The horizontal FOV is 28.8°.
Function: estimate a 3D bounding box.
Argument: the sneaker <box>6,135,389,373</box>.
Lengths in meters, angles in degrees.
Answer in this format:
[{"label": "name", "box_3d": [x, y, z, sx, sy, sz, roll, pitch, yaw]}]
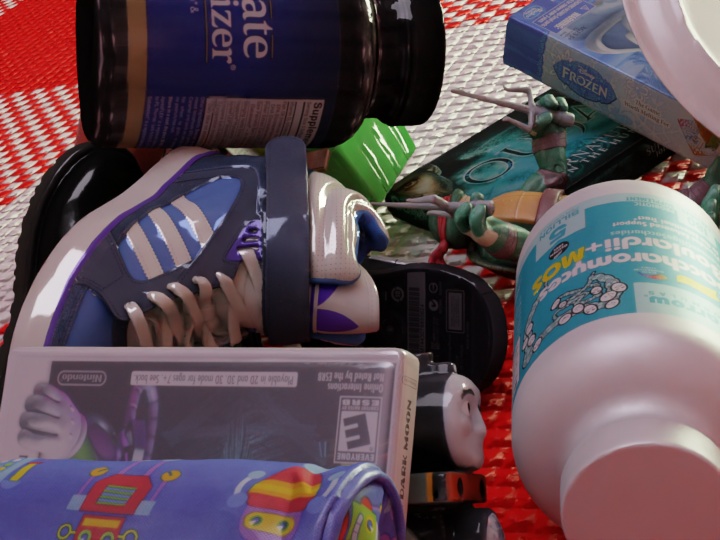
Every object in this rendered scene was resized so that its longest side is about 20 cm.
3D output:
[{"label": "sneaker", "box_3d": [-0.066, 0.014, 0.702, 0.145, 0.081, 0.201, 16, 43, 19]}]

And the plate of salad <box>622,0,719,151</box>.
[{"label": "plate of salad", "box_3d": [0.237, -0.139, 0.855, 0.200, 0.200, 0.048, -40, -6, -38]}]

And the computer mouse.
[{"label": "computer mouse", "box_3d": [0.000, 0.000, 0.794, 0.198, 0.143, 0.046, -3, 2, 34]}]

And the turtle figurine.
[{"label": "turtle figurine", "box_3d": [0.110, -0.039, 0.824, 0.197, 0.102, 0.151, 5, 41, 14]}]

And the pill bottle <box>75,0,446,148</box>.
[{"label": "pill bottle", "box_3d": [-0.057, -0.126, 0.794, 0.197, 0.114, 0.112, -2, 21, -18]}]

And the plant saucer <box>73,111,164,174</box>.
[{"label": "plant saucer", "box_3d": [-0.144, -0.141, 0.986, 0.036, 0.203, 0.200, 14, 9, 11]}]

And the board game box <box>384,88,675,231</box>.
[{"label": "board game box", "box_3d": [0.130, -0.078, 0.968, 0.199, 0.028, 0.135, -32, 30, -25]}]

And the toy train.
[{"label": "toy train", "box_3d": [-0.034, 0.098, 0.615, 0.197, 0.116, 0.085, -7, -10, 22]}]

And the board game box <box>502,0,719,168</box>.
[{"label": "board game box", "box_3d": [0.235, -0.159, 0.960, 0.198, 0.044, 0.199, 33, 52, 29]}]

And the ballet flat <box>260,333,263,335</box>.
[{"label": "ballet flat", "box_3d": [-0.101, 0.022, 0.899, 0.198, 0.070, 0.069, 1, 31, 39]}]

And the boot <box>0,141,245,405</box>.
[{"label": "boot", "box_3d": [-0.126, 0.027, 0.795, 0.156, 0.079, 0.214, 1, 75, 41]}]

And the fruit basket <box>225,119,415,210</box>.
[{"label": "fruit basket", "box_3d": [-0.063, -0.110, 0.927, 0.094, 0.199, 0.186, -47, 7, 30]}]

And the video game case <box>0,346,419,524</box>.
[{"label": "video game case", "box_3d": [-0.076, 0.123, 0.571, 0.197, 0.023, 0.185, -1, 75, 26]}]

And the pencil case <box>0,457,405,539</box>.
[{"label": "pencil case", "box_3d": [-0.073, 0.111, 0.515, 0.197, 0.087, 0.079, -3, 45, 27]}]

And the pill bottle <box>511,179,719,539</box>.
[{"label": "pill bottle", "box_3d": [0.123, 0.048, 0.630, 0.109, 0.112, 0.201, -12, 26, 13]}]

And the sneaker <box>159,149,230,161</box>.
[{"label": "sneaker", "box_3d": [-0.116, -0.067, 0.964, 0.079, 0.088, 0.200, -2, 6, 0]}]
